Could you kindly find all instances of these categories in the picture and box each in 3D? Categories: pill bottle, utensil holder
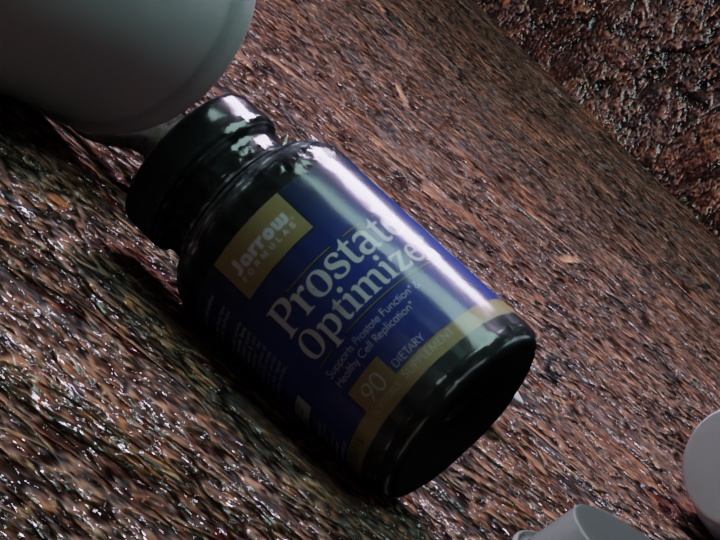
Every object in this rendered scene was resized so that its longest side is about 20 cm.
[{"bbox_3d":[0.290,0.144,2.036,0.111,0.112,0.200,44,10,25],"label":"pill bottle"},{"bbox_3d":[-0.019,0.008,1.465,0.200,0.112,0.112,43,10,17],"label":"pill bottle"},{"bbox_3d":[-0.174,-0.172,1.544,0.170,0.170,0.200,45,13,27],"label":"utensil holder"}]

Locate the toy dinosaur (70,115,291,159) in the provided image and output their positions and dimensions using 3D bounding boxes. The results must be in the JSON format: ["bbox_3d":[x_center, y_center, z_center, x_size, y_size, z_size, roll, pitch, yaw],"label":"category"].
[{"bbox_3d":[-0.078,-0.056,1.645,0.200,0.077,0.102,41,2,-10],"label":"toy dinosaur"}]

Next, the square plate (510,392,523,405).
[{"bbox_3d":[0.000,0.000,1.831,0.200,0.028,0.198,36,9,-21],"label":"square plate"}]

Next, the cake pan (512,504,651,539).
[{"bbox_3d":[0.166,0.193,1.558,0.200,0.037,0.200,38,9,-7],"label":"cake pan"}]
